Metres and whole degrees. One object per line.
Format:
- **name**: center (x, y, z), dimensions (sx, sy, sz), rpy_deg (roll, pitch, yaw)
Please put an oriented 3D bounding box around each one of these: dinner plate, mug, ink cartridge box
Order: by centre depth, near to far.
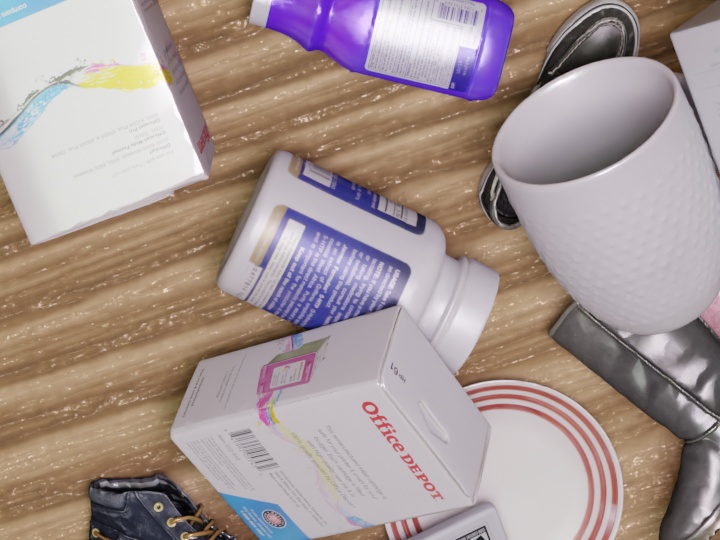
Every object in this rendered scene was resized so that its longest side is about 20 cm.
- **mug**: center (0.211, -0.062, 1.397), dimensions (0.200, 0.147, 0.176), rpy_deg (-52, 128, -30)
- **ink cartridge box**: center (-0.211, -0.144, 1.397), dimensions (0.144, 0.147, 0.201), rpy_deg (-21, 101, 3)
- **ink cartridge box**: center (-0.020, 0.123, 1.430), dimensions (0.199, 0.085, 0.145), rpy_deg (-15, 127, 32)
- **dinner plate**: center (0.117, 0.186, 1.539), dimensions (0.199, 0.024, 0.201), rpy_deg (-1, 102, -3)

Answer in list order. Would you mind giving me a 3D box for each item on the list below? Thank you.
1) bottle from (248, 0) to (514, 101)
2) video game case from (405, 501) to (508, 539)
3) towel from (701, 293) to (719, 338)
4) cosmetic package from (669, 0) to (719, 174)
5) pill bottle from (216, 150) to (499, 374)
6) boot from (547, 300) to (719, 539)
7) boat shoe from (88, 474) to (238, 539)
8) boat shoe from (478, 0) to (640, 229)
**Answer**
- **bottle**: center (0.015, -0.190, 1.437), dimensions (0.199, 0.065, 0.084), rpy_deg (12, 100, -4)
- **video game case**: center (0.049, 0.310, 1.520), dimensions (0.199, 0.022, 0.183), rpy_deg (-24, 105, -10)
- **towel**: center (0.366, 0.041, 1.485), dimensions (0.199, 0.023, 0.145), rpy_deg (-26, 87, 16)
- **cosmetic package**: center (0.351, -0.127, 1.381), dimensions (0.123, 0.199, 0.201), rpy_deg (-13, 104, 41)
- **pill bottle**: center (0.000, 0.000, 1.448), dimensions (0.199, 0.120, 0.120), rpy_deg (25, 100, -6)
- **boot**: center (0.230, 0.107, 1.478), dimensions (0.200, 0.073, 0.182), rpy_deg (38, 89, 3)
- **boat shoe**: center (-0.134, 0.217, 1.486), dimensions (0.199, 0.071, 0.091), rpy_deg (3, 101, 24)
- **boat shoe**: center (0.160, -0.119, 1.457), dimensions (0.070, 0.064, 0.201), rpy_deg (27, 99, -7)
